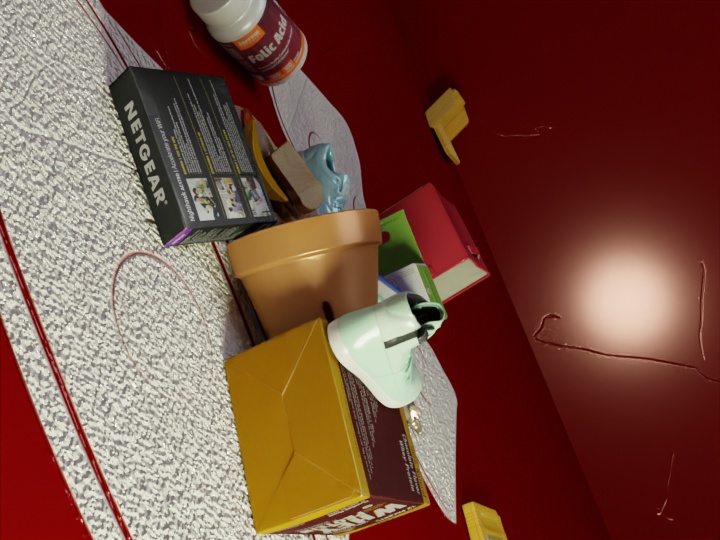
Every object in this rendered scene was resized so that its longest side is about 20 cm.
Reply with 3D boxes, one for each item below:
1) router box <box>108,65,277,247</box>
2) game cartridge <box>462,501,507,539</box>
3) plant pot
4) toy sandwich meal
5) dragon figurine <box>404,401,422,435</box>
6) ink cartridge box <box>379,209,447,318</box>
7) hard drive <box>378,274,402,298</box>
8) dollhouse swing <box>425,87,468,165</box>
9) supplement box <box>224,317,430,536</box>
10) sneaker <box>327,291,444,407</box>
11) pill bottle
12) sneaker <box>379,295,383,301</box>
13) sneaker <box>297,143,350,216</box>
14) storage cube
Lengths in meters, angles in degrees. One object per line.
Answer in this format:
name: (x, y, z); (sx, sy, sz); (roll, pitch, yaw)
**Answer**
router box: (-0.194, -0.135, 0.949); (0.148, 0.051, 0.203); (-8, 74, -53)
game cartridge: (0.259, 0.553, 1.541); (0.176, 0.032, 0.203); (39, 33, -57)
plant pot: (-0.057, 0.015, 1.016); (0.200, 0.197, 0.143); (-5, 80, -72)
toy sandwich meal: (-0.131, -0.161, 1.210); (0.206, 0.069, 0.207); (56, 20, -32)
dragon figurine: (0.047, 0.190, 1.290); (0.203, 0.058, 0.099); (64, -10, -9)
ink cartridge box: (0.039, 0.017, 1.367); (0.203, 0.146, 0.076); (68, 19, 7)
hard drive: (0.000, 0.000, 1.269); (0.199, 0.026, 0.132); (36, 1, 17)
dollhouse swing: (0.353, -0.529, 2.990); (0.177, 0.182, 0.200); (51, 10, 23)
supplement box: (-0.035, 0.192, 0.944); (0.200, 0.131, 0.200); (34, 36, -59)
sneaker: (0.058, 0.093, 0.927); (0.200, 0.117, 0.075); (43, 27, -53)
pill bottle: (-0.177, -0.394, 1.294); (0.200, 0.113, 0.116); (36, 34, -58)
sneaker: (-0.010, 0.049, 1.279); (0.202, 0.087, 0.076); (60, 20, -20)
sneaker: (-0.050, -0.128, 1.392); (0.074, 0.081, 0.203); (4, 64, -69)
storage cube: (0.132, -0.038, 1.647); (0.171, 0.198, 0.182); (26, 37, -63)
